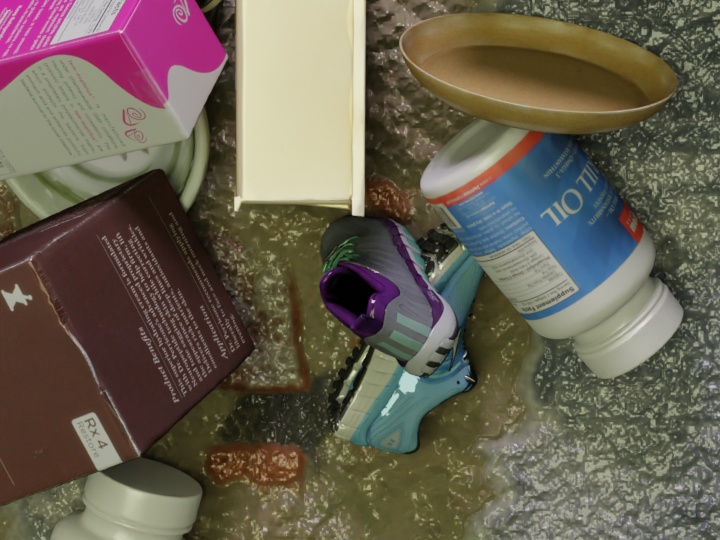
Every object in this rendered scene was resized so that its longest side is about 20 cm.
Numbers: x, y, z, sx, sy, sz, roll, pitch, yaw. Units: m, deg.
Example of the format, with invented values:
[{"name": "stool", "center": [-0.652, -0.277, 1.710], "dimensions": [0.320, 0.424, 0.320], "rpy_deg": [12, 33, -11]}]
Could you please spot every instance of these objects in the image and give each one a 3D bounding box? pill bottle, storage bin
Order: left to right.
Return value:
[{"name": "pill bottle", "center": [-0.194, 0.253, 1.778], "dimensions": [0.120, 0.120, 0.200], "rpy_deg": [19, 101, 11]}, {"name": "storage bin", "center": [-0.047, -0.148, 1.657], "dimensions": [0.094, 0.199, 0.200], "rpy_deg": [-1, 97, -3]}, {"name": "pill bottle", "center": [0.145, -0.022, 1.653], "dimensions": [0.112, 0.112, 0.200], "rpy_deg": [-37, 105, 15]}]

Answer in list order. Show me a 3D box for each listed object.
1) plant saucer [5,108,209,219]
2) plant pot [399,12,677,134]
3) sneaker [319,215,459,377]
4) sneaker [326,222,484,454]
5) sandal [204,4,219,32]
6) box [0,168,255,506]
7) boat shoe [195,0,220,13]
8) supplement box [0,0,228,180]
[{"name": "plant saucer", "center": [-0.199, -0.120, 1.756], "dimensions": [0.200, 0.050, 0.200], "rpy_deg": [9, 114, 21]}, {"name": "plant pot", "center": [0.125, -0.139, 1.616], "dimensions": [0.200, 0.200, 0.028], "rpy_deg": [13, 115, 12]}, {"name": "sneaker", "center": [0.000, 0.000, 1.661], "dimensions": [0.087, 0.200, 0.074], "rpy_deg": [26, 102, -32]}, {"name": "sneaker", "center": [0.055, 0.051, 1.727], "dimensions": [0.090, 0.078, 0.200], "rpy_deg": [28, 98, -17]}, {"name": "sandal", "center": [-0.145, -0.233, 1.741], "dimensions": [0.082, 0.055, 0.200], "rpy_deg": [11, 99, 13]}, {"name": "box", "center": [-0.216, 0.050, 1.690], "dimensions": [0.164, 0.200, 0.166], "rpy_deg": [-21, 101, 31]}, {"name": "boat shoe", "center": [-0.170, -0.278, 1.694], "dimensions": [0.074, 0.063, 0.201], "rpy_deg": [-39, 66, 11]}, {"name": "supplement box", "center": [-0.214, -0.144, 1.648], "dimensions": [0.200, 0.103, 0.101], "rpy_deg": [-9, 128, 29]}]
